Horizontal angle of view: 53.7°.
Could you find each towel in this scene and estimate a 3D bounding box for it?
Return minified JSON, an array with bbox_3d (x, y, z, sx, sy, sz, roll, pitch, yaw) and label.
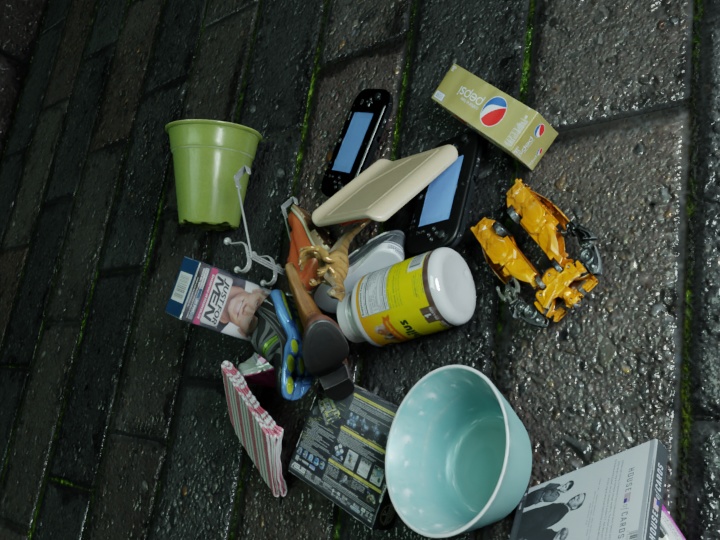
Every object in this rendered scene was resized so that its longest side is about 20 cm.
[{"bbox_3d":[-0.176,0.260,1.181,0.200,0.029,0.149,43,143,45],"label":"towel"}]

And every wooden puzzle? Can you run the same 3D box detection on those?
[{"bbox_3d":[0.036,-0.123,1.097,0.184,0.038,0.198,-41,22,-24],"label":"wooden puzzle"}]

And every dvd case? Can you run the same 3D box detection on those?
[{"bbox_3d":[0.229,0.269,0.747,0.199,0.025,0.151,-41,10,43],"label":"dvd case"}]

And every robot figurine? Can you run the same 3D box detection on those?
[{"bbox_3d":[0.232,-0.021,0.930,0.145,0.058,0.202,-47,47,20],"label":"robot figurine"}]

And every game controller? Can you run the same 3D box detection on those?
[{"bbox_3d":[-0.008,-0.221,1.245,0.103,0.042,0.204,21,88,46],"label":"game controller"},{"bbox_3d":[0.125,-0.114,1.063,0.103,0.042,0.204,-6,58,40],"label":"game controller"}]

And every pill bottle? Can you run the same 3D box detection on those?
[{"bbox_3d":[0.061,0.045,1.031,0.197,0.108,0.112,-20,60,38],"label":"pill bottle"}]

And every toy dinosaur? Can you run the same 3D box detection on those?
[{"bbox_3d":[-0.040,-0.018,1.100,0.203,0.103,0.061,-77,-3,-46],"label":"toy dinosaur"}]

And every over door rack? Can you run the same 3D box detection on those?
[{"bbox_3d":[-0.174,-0.062,1.277,0.066,0.147,0.205,-22,59,28],"label":"over door rack"}]

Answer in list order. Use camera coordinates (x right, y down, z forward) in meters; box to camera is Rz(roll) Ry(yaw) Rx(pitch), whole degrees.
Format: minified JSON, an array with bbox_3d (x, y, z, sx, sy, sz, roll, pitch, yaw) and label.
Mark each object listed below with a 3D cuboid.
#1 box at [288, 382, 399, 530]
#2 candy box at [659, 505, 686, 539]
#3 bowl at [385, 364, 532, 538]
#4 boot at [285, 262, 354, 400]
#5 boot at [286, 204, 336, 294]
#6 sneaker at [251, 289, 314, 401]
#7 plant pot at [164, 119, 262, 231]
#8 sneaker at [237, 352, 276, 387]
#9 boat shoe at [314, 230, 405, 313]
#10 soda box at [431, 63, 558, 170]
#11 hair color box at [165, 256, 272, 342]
[{"bbox_3d":[-0.009,0.261,1.054,0.198,0.049,0.165,16,86,46],"label":"box"},{"bbox_3d":[0.262,0.347,0.748,0.200,0.060,0.138,-45,46,22],"label":"candy box"},{"bbox_3d":[0.133,0.231,0.877,0.199,0.104,0.205,-31,46,38],"label":"bowl"},{"bbox_3d":[-0.068,0.063,1.051,0.067,0.189,0.203,-25,54,1],"label":"boot"},{"bbox_3d":[-0.101,-0.039,1.230,0.108,0.074,0.201,-53,32,15],"label":"boot"},{"bbox_3d":[-0.126,0.123,1.115,0.082,0.070,0.202,-37,46,19],"label":"sneaker"},{"bbox_3d":[-0.301,-0.183,1.442,0.197,0.197,0.195,-1,86,43],"label":"plant pot"},{"bbox_3d":[-0.130,0.133,1.209,0.197,0.081,0.090,-27,54,24],"label":"sneaker"},{"bbox_3d":[0.000,0.000,1.141,0.199,0.071,0.069,-40,21,40],"label":"boat shoe"},{"bbox_3d":[0.193,-0.228,1.045,0.065,0.067,0.200,-53,45,12],"label":"soda box"},{"bbox_3d":[-0.231,0.058,1.242,0.060,0.198,0.102,15,83,45],"label":"hair color box"}]
